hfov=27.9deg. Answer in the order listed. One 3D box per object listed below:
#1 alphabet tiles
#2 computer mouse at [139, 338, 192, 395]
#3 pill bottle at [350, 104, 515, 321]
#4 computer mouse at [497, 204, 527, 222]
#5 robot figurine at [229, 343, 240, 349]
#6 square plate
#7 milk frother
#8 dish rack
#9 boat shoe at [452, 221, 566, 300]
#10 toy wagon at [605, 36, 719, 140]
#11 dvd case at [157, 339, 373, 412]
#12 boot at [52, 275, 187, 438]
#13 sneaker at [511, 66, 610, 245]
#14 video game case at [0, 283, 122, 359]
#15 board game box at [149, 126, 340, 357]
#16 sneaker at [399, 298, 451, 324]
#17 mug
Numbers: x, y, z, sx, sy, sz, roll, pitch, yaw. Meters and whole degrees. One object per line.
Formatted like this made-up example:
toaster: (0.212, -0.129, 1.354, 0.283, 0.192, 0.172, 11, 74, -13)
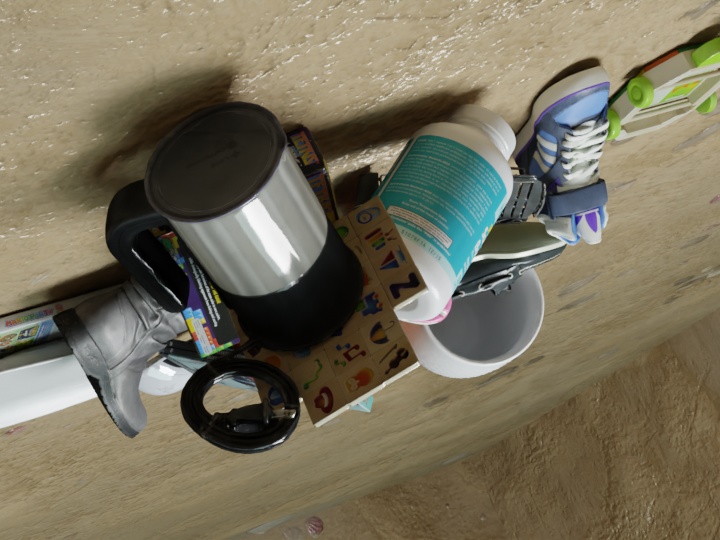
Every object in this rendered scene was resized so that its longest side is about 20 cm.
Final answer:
alphabet tiles: (-0.024, 0.038, 1.222, 0.167, 0.200, 0.008, -31, 133, 5)
computer mouse: (-0.196, 0.106, 1.667, 0.110, 0.044, 0.200, -34, 177, 30)
pill bottle: (0.070, -0.060, 1.342, 0.200, 0.111, 0.111, -57, 180, -26)
computer mouse: (0.147, -0.058, 1.720, 0.140, 0.046, 0.200, -24, 165, 3)
robot figurine: (-0.087, 0.060, 1.622, 0.143, 0.117, 0.200, 10, 168, 11)
square plate: (-0.325, 0.111, 1.518, 0.200, 0.029, 0.198, -16, 164, -31)
milk frother: (-0.096, 0.011, 1.142, 0.180, 0.200, 0.188, -27, 139, 4)
dish rack: (0.089, -0.060, 1.489, 0.199, 0.055, 0.153, 0, 165, 0)
boat shoe: (0.133, 0.000, 1.569, 0.199, 0.075, 0.066, -16, 119, -16)
toy wagon: (0.346, -0.202, 1.553, 0.155, 0.040, 0.200, -17, 163, -28)
dvd case: (-0.098, 0.112, 1.543, 0.199, 0.022, 0.146, 10, 167, 18)
boot: (-0.211, 0.079, 1.437, 0.131, 0.070, 0.200, -32, 146, -13)
sneaker: (0.229, -0.105, 1.486, 0.080, 0.147, 0.200, -19, 165, -21)
video game case: (-0.335, 0.071, 1.452, 0.199, 0.018, 0.143, -17, 164, -27)
board game box: (-0.100, -0.022, 1.316, 0.165, 0.057, 0.200, -24, 146, -8)
sneaker: (0.000, 0.000, 1.461, 0.087, 0.199, 0.074, 80, 33, -78)
mug: (0.132, 0.032, 1.684, 0.200, 0.147, 0.175, -54, -179, -17)
